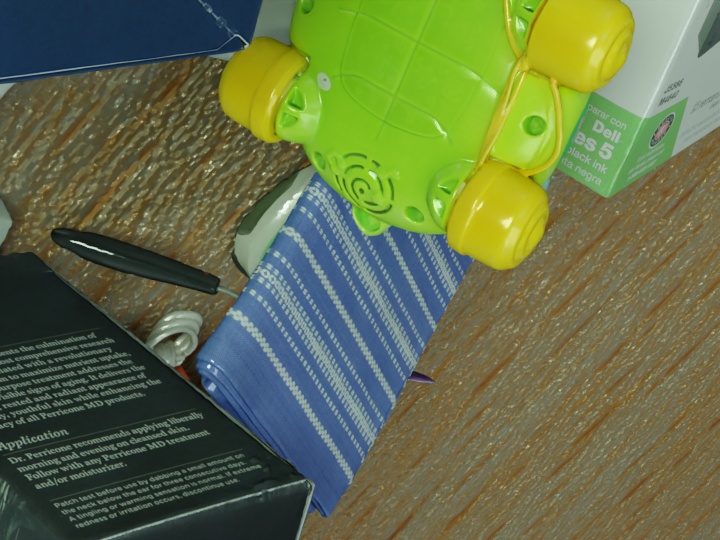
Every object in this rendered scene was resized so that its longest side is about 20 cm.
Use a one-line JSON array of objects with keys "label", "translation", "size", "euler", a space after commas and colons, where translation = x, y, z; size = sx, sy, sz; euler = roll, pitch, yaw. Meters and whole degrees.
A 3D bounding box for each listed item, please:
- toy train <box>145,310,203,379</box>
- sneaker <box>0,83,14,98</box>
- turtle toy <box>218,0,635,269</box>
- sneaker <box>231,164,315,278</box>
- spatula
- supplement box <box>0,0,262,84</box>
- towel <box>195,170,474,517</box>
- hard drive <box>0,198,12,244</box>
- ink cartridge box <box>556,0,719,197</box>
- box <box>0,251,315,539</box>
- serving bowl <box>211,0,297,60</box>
[{"label": "toy train", "translation": [-0.081, 0.058, 0.985], "size": [0.150, 0.056, 0.200], "euler": [-49, 148, 19]}, {"label": "sneaker", "translation": [-0.195, -0.073, 0.694], "size": [0.199, 0.074, 0.089], "euler": [-22, 143, -18]}, {"label": "turtle toy", "translation": [0.045, -0.103, 0.707], "size": [0.101, 0.145, 0.201], "euler": [-16, 134, -65]}, {"label": "sneaker", "translation": [0.027, -0.039, 0.919], "size": [0.200, 0.089, 0.077], "euler": [-47, 145, 17]}, {"label": "spatula", "translation": [-0.059, 0.020, 0.882], "size": [0.021, 0.199, 0.057], "euler": [-65, -172, -1]}, {"label": "supplement box", "translation": [-0.111, -0.192, 0.501], "size": [0.134, 0.200, 0.200], "euler": [-12, 141, -31]}, {"label": "towel", "translation": [0.000, 0.000, 0.813], "size": [0.200, 0.024, 0.145], "euler": [-60, 147, -23]}, {"label": "hard drive", "translation": [-0.267, 0.007, 0.776], "size": [0.200, 0.027, 0.132], "euler": [9, 127, -47]}, {"label": "ink cartridge box", "translation": [0.149, -0.153, 0.830], "size": [0.145, 0.084, 0.201], "euler": [-30, 148, -52]}, {"label": "box", "translation": [-0.145, 0.129, 0.750], "size": [0.124, 0.196, 0.201], "euler": [-9, 124, -43]}, {"label": "serving bowl", "translation": [-0.013, -0.160, 0.753], "size": [0.199, 0.066, 0.200], "euler": [-23, 145, -17]}]
